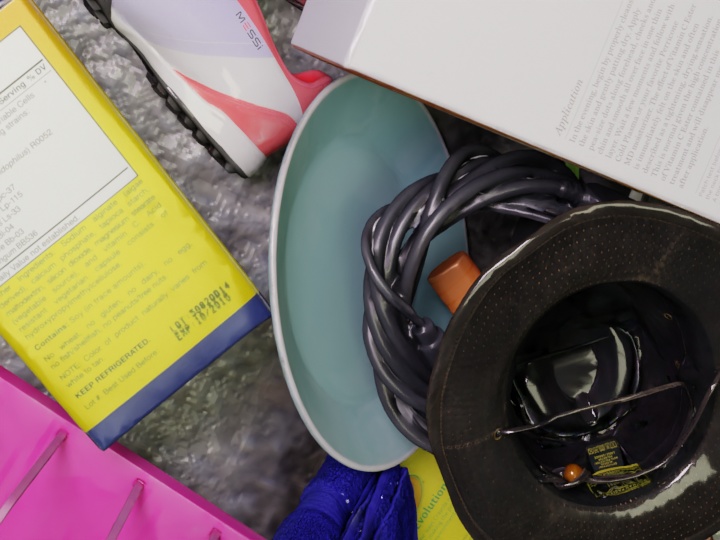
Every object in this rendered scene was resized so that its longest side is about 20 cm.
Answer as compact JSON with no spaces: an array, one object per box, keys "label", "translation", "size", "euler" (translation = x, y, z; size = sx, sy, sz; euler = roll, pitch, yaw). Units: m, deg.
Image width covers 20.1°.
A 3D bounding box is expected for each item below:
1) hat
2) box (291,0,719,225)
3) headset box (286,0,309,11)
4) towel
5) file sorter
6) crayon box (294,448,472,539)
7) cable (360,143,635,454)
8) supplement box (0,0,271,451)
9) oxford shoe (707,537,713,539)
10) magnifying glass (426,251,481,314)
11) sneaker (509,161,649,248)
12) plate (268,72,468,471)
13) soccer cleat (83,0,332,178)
[{"label":"hat","translation":[0.112,0.043,0.970],"size":[0.199,0.081,0.202],"euler":[-6,119,-10]},{"label":"box","translation":[0.085,-0.106,0.935],"size":[0.199,0.124,0.098],"euler":[21,95,-16]},{"label":"headset box","translation":[0.029,-0.180,1.015],"size":[0.199,0.077,0.149],"euler":[33,93,-19]},{"label":"towel","translation":[-0.004,0.180,0.984],"size":[0.049,0.200,0.149],"euler":[-6,106,16]},{"label":"file sorter","translation":[-0.149,0.170,0.989],"size":[0.199,0.125,0.139],"euler":[33,107,-4]},{"label":"crayon box","translation":[0.047,0.158,1.122],"size":[0.200,0.051,0.127],"euler":[34,93,-21]},{"label":"cable","translation":[0.080,0.026,1.024],"size":[0.199,0.051,0.164],"euler":[21,103,-22]},{"label":"supplement box","translation":[-0.151,-0.033,0.985],"size":[0.109,0.110,0.200],"euler":[-38,112,-4]},{"label":"oxford shoe","translation":[0.134,0.097,1.129],"size":[0.074,0.071,0.201],"euler":[-30,104,7]},{"label":"magnifying glass","translation":[0.103,0.075,1.077],"size":[0.079,0.022,0.200],"euler":[-35,102,11]},{"label":"sneaker","translation":[0.119,-0.082,1.068],"size":[0.083,0.072,0.201],"euler":[33,85,-32]},{"label":"plate","translation":[0.000,0.000,1.024],"size":[0.025,0.200,0.201],"euler":[-1,110,29]},{"label":"soccer cleat","translation":[-0.094,-0.138,0.998],"size":[0.073,0.068,0.200],"euler":[-41,115,-4]}]
